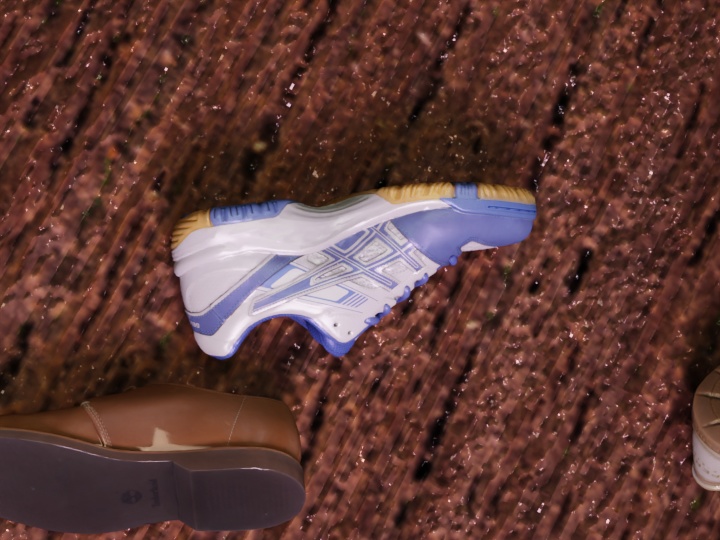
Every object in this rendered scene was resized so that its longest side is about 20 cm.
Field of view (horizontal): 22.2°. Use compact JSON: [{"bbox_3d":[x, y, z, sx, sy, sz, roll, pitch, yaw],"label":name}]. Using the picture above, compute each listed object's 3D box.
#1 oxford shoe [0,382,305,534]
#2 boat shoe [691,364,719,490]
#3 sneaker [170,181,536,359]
[{"bbox_3d":[-0.129,0.091,0.956,0.199,0.071,0.071,4,47,-8],"label":"oxford shoe"},{"bbox_3d":[0.265,0.055,1.037,0.200,0.063,0.073,-26,56,-18],"label":"boat shoe"},{"bbox_3d":[0.000,0.000,0.997,0.199,0.075,0.088,-8,89,-6],"label":"sneaker"}]
